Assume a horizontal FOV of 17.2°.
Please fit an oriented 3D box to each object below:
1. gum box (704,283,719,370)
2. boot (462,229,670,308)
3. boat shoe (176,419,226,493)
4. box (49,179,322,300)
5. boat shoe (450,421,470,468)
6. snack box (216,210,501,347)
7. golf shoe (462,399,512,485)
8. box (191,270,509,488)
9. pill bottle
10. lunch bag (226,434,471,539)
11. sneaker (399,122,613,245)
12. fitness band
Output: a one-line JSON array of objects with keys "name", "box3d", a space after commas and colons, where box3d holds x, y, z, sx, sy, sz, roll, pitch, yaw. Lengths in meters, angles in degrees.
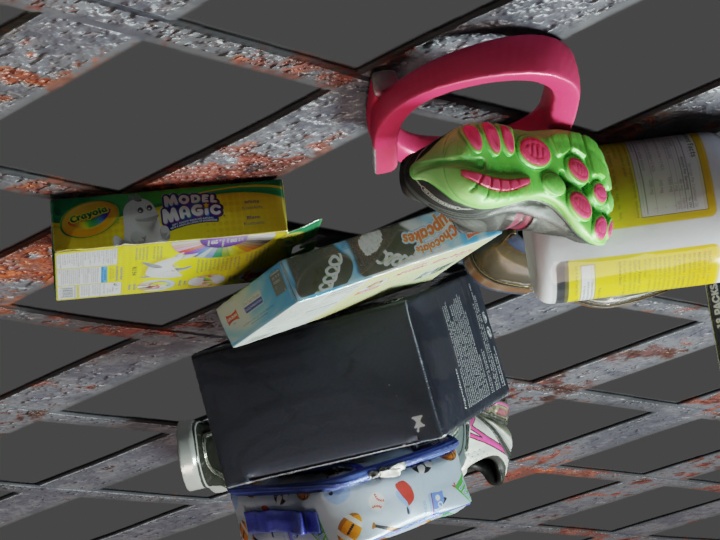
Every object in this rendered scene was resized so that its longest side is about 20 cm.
[{"name": "gum box", "box3d": [0.308, 0.023, 1.909, 0.044, 0.171, 0.200, -12, 162, 13]}, {"name": "boot", "box3d": [0.188, -0.017, 1.893, 0.198, 0.075, 0.097, -1, 165, -14]}, {"name": "boat shoe", "box3d": [-0.139, 0.186, 2.414, 0.063, 0.071, 0.200, -10, 171, 9]}, {"name": "box", "box3d": [-0.131, -0.024, 1.783, 0.198, 0.049, 0.117, -3, 162, -8]}, {"name": "boat shoe", "box3d": [0.062, 0.123, 2.143, 0.072, 0.062, 0.200, -23, -160, 4]}, {"name": "snack box", "box3d": [0.000, 0.000, 1.834, 0.199, 0.037, 0.116, -18, 171, -33]}, {"name": "golf shoe", "box3d": [0.081, 0.169, 2.408, 0.199, 0.093, 0.072, 10, 157, -40]}, {"name": "box", "box3d": [-0.005, 0.086, 1.971, 0.195, 0.118, 0.200, -15, -177, 20]}, {"name": "pill bottle", "box3d": [0.221, -0.042, 1.763, 0.198, 0.113, 0.112, -7, 163, -1]}, {"name": "lunch bag", "box3d": [-0.012, 0.185, 1.996, 0.159, 0.076, 0.199, -14, -179, -34]}, {"name": "sneaker", "box3d": [0.104, -0.060, 1.638, 0.083, 0.077, 0.199, -8, 163, 42]}, {"name": "fitness band", "box3d": [0.076, -0.110, 1.624, 0.142, 0.038, 0.200, -9, 164, -4]}]
